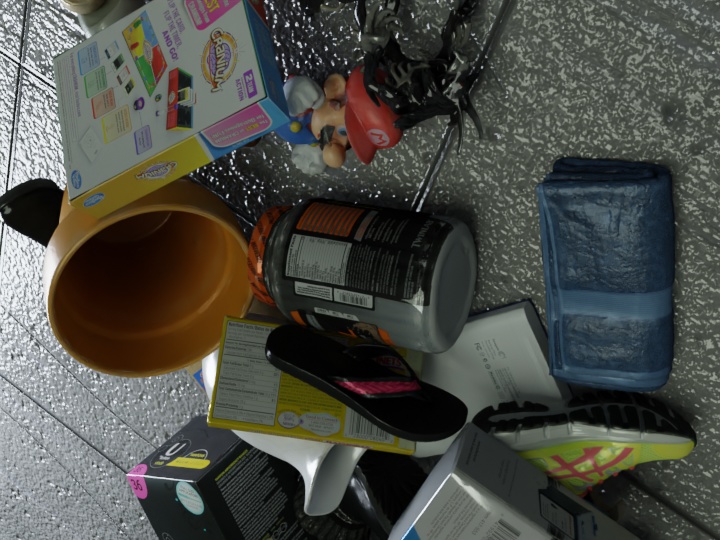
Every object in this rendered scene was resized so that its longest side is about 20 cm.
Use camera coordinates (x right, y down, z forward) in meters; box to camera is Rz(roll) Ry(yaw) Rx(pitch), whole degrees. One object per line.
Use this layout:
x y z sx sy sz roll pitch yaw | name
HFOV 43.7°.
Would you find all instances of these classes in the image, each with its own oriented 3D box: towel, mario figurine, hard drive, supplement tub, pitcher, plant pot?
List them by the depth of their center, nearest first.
0.210 0.009 0.764 0.109 0.049 0.204 5 117 28 | towel
-0.052 -0.127 0.805 0.197 0.123 0.109 9 111 34 | mario figurine
0.000 0.000 0.839 0.196 0.122 0.125 10 120 27 | supplement tub
0.106 0.114 0.897 0.197 0.025 0.134 -18 104 36 | hard drive
-0.222 -0.031 0.902 0.184 0.196 0.203 -121 37 -46 | plant pot
-0.058 0.118 0.923 0.199 0.172 0.121 41 174 29 | pitcher

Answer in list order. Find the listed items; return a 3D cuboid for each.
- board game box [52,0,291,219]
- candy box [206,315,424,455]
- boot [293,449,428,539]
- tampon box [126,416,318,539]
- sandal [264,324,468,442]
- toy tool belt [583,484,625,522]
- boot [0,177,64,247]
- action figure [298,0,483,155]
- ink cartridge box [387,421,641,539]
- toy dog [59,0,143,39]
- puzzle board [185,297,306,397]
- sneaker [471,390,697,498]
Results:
-0.165 -0.154 0.759 0.197 0.040 0.156 -23 64 17 | board game box
-0.040 0.109 0.850 0.195 0.104 0.026 9 157 -5 | candy box
0.009 0.265 0.976 0.212 0.078 0.160 49 134 38 | boot
-0.158 0.294 1.077 0.148 0.126 0.203 -9 111 43 | tampon box
0.007 0.094 0.809 0.197 0.075 0.046 25 121 3 | sandal
0.189 0.245 0.858 0.196 0.125 0.125 12 129 24 | toy tool belt
-0.305 0.002 0.998 0.065 0.165 0.202 -35 84 6 | boot
0.035 -0.192 0.721 0.200 0.118 0.102 47 147 10 | action figure
0.132 0.255 0.773 0.198 0.086 0.148 33 116 2 | ink cartridge box
-0.206 -0.219 0.869 0.095 0.132 0.202 -33 105 -4 | toy dog
-0.159 0.058 1.035 0.152 0.017 0.199 51 129 -3 | puzzle board
0.201 0.166 0.811 0.195 0.078 0.092 -4 104 12 | sneaker
